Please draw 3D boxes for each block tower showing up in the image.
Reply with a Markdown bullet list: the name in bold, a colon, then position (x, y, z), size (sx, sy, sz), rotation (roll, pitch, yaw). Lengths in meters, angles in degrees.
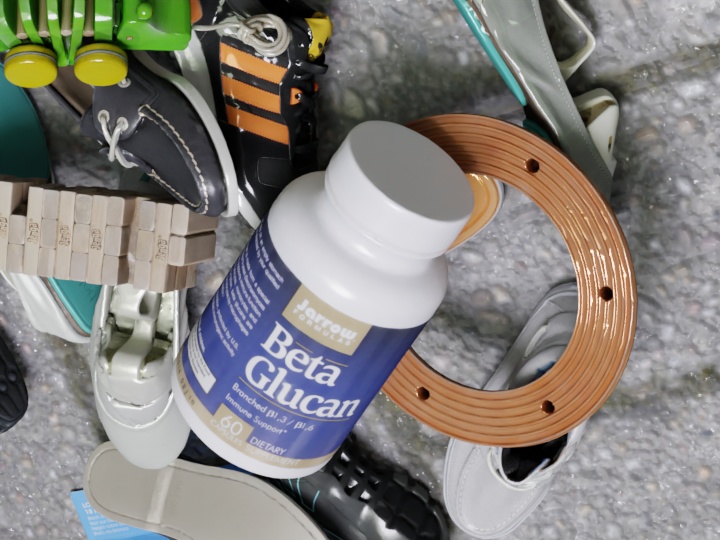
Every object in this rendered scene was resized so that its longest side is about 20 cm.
- **block tower**: position (-0.188, -0.026, 1.515), size (0.199, 0.058, 0.054), rotation (7, 96, 17)

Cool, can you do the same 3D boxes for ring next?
- **ring**: position (0.070, 0.006, 1.479), size (0.200, 0.019, 0.202), rotation (10, 110, 28)

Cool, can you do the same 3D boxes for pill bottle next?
- **pill bottle**: position (-0.019, 0.015, 1.456), size (0.111, 0.111, 0.200), rotation (33, 122, -2)

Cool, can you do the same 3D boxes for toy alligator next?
- **toy alligator**: position (-0.138, -0.142, 1.430), size (0.199, 0.060, 0.054), rotation (-2, 155, -1)

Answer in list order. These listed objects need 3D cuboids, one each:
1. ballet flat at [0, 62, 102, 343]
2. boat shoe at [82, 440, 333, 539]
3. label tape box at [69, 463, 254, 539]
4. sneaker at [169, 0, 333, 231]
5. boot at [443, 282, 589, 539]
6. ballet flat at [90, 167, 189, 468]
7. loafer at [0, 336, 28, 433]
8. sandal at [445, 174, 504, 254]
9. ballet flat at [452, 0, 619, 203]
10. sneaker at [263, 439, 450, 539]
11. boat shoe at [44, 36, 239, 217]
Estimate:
- **ballet flat**: position (-0.221, -0.040, 1.607), size (0.069, 0.070, 0.201), rotation (-14, 114, 24)
- **boat shoe**: position (-0.085, 0.159, 1.642), size (0.199, 0.063, 0.073), rotation (21, 94, 29)
- **label tape box**: position (-0.110, 0.238, 1.722), size (0.144, 0.063, 0.201), rotation (-12, 114, 22)
- **sneaker**: position (-0.050, -0.110, 1.492), size (0.090, 0.070, 0.201), rotation (-19, 98, 22)
- **boot**: position (0.094, 0.105, 1.563), size (0.073, 0.096, 0.201), rotation (24, 123, 4)
- **ballet flat**: position (-0.137, 0.032, 1.578), size (0.069, 0.069, 0.201), rotation (8, 105, 13)
- **loafer**: position (-0.301, 0.036, 1.671), size (0.200, 0.068, 0.070), rotation (43, 130, -2)
- **sandal**: position (-0.005, -0.007, 1.553), size (0.206, 0.059, 0.079), rotation (-34, 104, 30)
- **ballet flat**: position (0.115, -0.101, 1.464), size (0.063, 0.067, 0.201), rotation (-29, 112, -3)
- **sneaker**: position (-0.035, 0.134, 1.634), size (0.200, 0.075, 0.079), rotation (46, 124, -10)
- **boat shoe**: position (-0.136, -0.094, 1.480), size (0.200, 0.060, 0.074), rotation (52, 150, 33)
